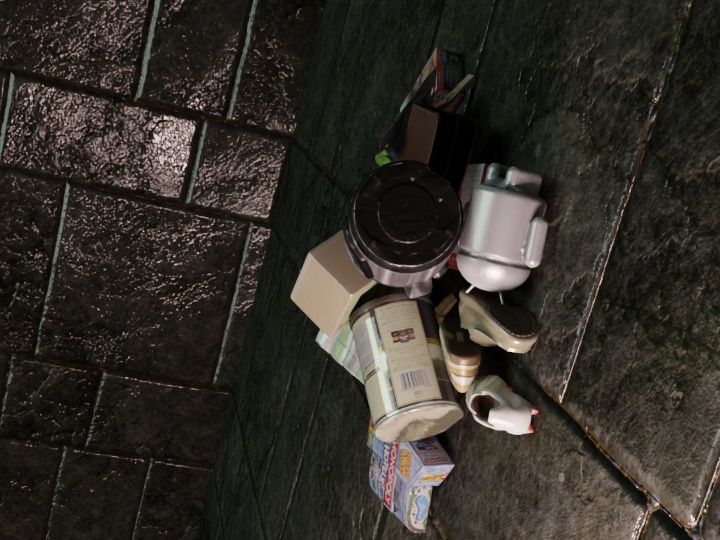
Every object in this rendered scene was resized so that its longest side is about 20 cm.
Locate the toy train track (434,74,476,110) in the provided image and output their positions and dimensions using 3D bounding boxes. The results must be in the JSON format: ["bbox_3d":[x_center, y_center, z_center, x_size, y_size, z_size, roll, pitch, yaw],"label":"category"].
[{"bbox_3d":[0.148,-0.289,1.828,0.200,0.033,0.115,-45,27,0],"label":"toy train track"}]

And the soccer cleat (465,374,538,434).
[{"bbox_3d":[0.186,0.190,1.403,0.200,0.077,0.070,-162,84,-75],"label":"soccer cleat"}]

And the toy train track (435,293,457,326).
[{"bbox_3d":[0.132,0.103,1.653,0.115,0.032,0.200,-52,32,10],"label":"toy train track"}]

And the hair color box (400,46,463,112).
[{"bbox_3d":[0.142,-0.341,1.962,0.200,0.064,0.111,126,152,-53],"label":"hair color box"}]

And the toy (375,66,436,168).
[{"bbox_3d":[0.098,-0.256,1.735,0.200,0.047,0.115,-51,-18,-25],"label":"toy"}]

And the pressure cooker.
[{"bbox_3d":[0.066,-0.062,1.491,0.200,0.178,0.177,100,-164,-80],"label":"pressure cooker"}]

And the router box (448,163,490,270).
[{"bbox_3d":[0.180,-0.091,1.672,0.200,0.049,0.180,-165,86,-74],"label":"router box"}]

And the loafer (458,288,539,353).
[{"bbox_3d":[0.203,0.084,1.434,0.200,0.075,0.069,-131,44,-67],"label":"loafer"}]

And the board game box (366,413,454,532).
[{"bbox_3d":[0.078,0.334,1.642,0.200,0.061,0.201,-146,61,-61],"label":"board game box"}]

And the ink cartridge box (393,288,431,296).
[{"bbox_3d":[0.021,0.012,1.781,0.160,0.199,0.047,-106,8,-65],"label":"ink cartridge box"}]

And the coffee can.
[{"bbox_3d":[0.072,0.158,1.566,0.146,0.146,0.201,123,140,-53],"label":"coffee can"}]

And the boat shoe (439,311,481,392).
[{"bbox_3d":[0.156,0.129,1.521,0.200,0.071,0.077,-63,-24,-69],"label":"boat shoe"}]

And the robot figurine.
[{"bbox_3d":[0.208,-0.055,1.432,0.169,0.113,0.201,22,100,54],"label":"robot figurine"}]

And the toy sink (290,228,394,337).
[{"bbox_3d":[0.000,0.000,1.629,0.200,0.112,0.131,-35,-18,-38],"label":"toy sink"}]

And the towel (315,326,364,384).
[{"bbox_3d":[-0.015,0.112,1.800,0.200,0.031,0.150,37,116,54],"label":"towel"}]

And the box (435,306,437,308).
[{"bbox_3d":[0.106,0.187,1.756,0.201,0.041,0.156,-96,24,-46],"label":"box"}]

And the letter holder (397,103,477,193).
[{"bbox_3d":[0.128,-0.167,1.639,0.142,0.100,0.201,-130,53,-68],"label":"letter holder"}]
